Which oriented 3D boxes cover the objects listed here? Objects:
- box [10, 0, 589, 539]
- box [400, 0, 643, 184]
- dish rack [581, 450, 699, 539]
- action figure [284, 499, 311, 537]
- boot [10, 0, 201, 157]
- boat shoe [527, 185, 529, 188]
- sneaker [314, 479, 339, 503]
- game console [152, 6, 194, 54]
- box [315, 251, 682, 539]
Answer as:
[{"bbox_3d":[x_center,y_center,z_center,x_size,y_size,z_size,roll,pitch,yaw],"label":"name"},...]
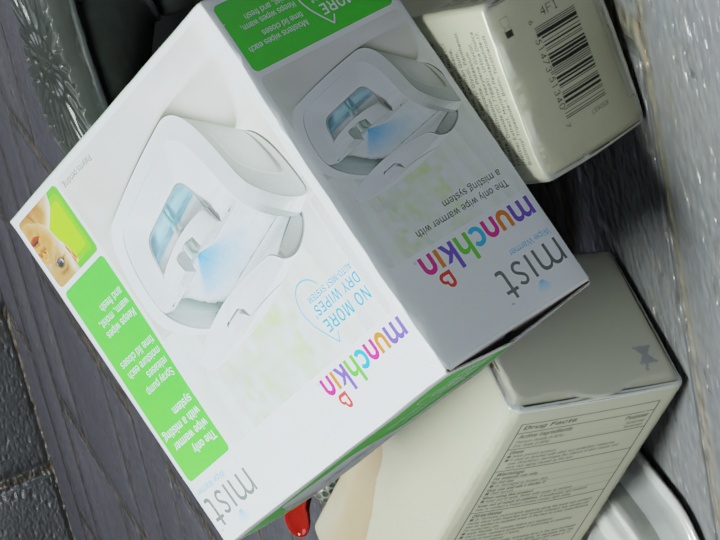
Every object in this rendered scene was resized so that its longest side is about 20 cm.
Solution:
[{"bbox_3d":[-0.029,-0.009,1.175,0.177,0.096,0.200,57,142,5],"label":"box"},{"bbox_3d":[0.020,-0.077,1.206,0.199,0.068,0.083,-3,113,49],"label":"box"},{"bbox_3d":[0.111,0.136,1.387,0.200,0.043,0.172,-127,22,-48],"label":"dish rack"},{"bbox_3d":[0.010,0.109,1.568,0.200,0.065,0.100,-63,-29,-60],"label":"action figure"},{"bbox_3d":[-0.064,-0.140,1.352,0.066,0.199,0.166,39,151,46],"label":"boot"},{"bbox_3d":[0.048,-0.070,1.302,0.072,0.060,0.203,10,129,34],"label":"boat shoe"},{"bbox_3d":[0.009,0.076,1.381,0.078,0.091,0.201,38,152,41],"label":"sneaker"},{"bbox_3d":[-0.067,-0.175,1.481,0.116,0.176,0.200,43,-178,-27],"label":"game console"},{"bbox_3d":[0.059,0.086,1.290,0.078,0.094,0.200,64,146,31],"label":"box"}]
